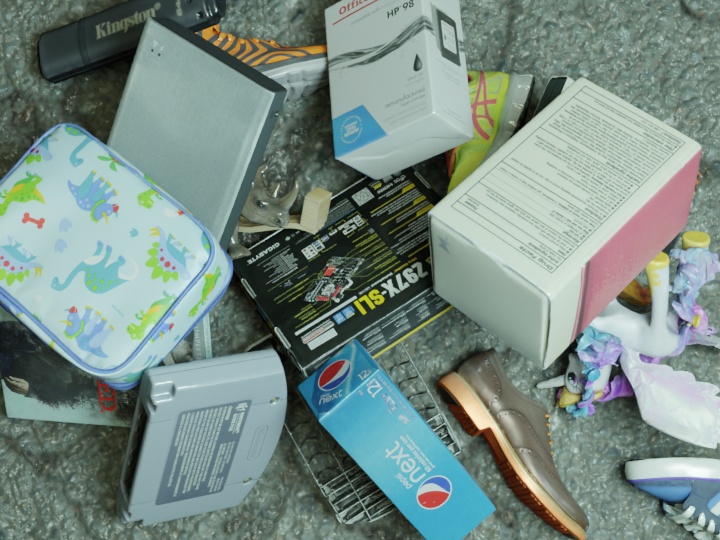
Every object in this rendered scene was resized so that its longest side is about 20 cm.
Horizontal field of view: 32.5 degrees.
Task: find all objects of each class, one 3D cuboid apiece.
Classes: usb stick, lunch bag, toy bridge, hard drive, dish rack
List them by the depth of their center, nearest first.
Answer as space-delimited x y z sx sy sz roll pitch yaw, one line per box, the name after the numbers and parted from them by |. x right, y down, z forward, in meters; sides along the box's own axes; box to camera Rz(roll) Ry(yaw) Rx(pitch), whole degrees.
-0.221 -0.010 1.020 0.200 0.082 0.161 37 83 15 | lunch bag
-0.155 -0.096 1.064 0.139 0.033 0.201 32 115 19 | hard drive
-0.213 -0.223 1.135 0.199 0.033 0.056 -14 66 22 | usb stick
-0.124 -0.076 1.154 0.199 0.027 0.068 22 123 15 | toy bridge
-0.005 0.127 1.157 0.153 0.055 0.201 -30 90 -6 | dish rack

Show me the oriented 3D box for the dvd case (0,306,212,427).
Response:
-0.229 0.072 1.097 0.198 0.022 0.147 3 116 8 | dvd case

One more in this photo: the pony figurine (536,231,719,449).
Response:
0.264 0.059 1.130 0.192 0.167 0.201 8 124 11 | pony figurine

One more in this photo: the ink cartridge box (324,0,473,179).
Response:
0.031 -0.200 1.132 0.115 0.067 0.201 -21 63 34 | ink cartridge box

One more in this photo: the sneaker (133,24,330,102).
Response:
-0.119 -0.214 1.167 0.199 0.078 0.113 -13 77 -15 | sneaker

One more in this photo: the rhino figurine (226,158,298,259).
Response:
-0.136 -0.050 1.117 0.199 0.060 0.088 -18 88 32 | rhino figurine

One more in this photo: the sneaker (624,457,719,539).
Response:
0.342 0.256 1.162 0.198 0.081 0.148 8 79 -10 | sneaker

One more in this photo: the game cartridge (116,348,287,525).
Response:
-0.135 0.145 1.071 0.132 0.201 0.042 -11 51 -30 | game cartridge

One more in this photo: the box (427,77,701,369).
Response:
0.167 -0.041 1.018 0.128 0.109 0.200 36 65 28 | box

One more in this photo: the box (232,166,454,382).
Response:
0.000 0.000 1.126 0.199 0.049 0.160 -33 50 -9 | box

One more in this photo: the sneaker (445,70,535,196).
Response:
0.101 -0.123 1.155 0.090 0.079 0.200 17 42 7 | sneaker

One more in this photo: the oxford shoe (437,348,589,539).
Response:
0.160 0.164 1.161 0.073 0.071 0.200 -37 89 -13 | oxford shoe

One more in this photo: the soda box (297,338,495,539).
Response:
0.033 0.156 1.074 0.068 0.064 0.200 -40 120 -2 | soda box

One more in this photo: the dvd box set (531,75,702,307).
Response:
0.228 -0.072 1.166 0.199 0.029 0.147 29 80 -30 | dvd box set
